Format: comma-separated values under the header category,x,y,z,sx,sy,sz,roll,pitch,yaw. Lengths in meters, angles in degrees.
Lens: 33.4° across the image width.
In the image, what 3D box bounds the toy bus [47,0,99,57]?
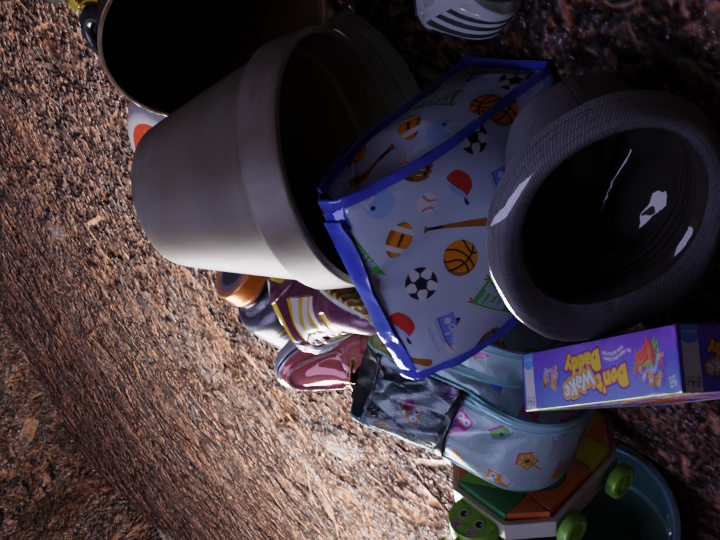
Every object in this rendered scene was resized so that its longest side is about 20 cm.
category,x,y,z,sx,sy,sz,roll,pitch,yaw
toy bus,-0.221,-0.322,1.143,0.200,0.135,0.192,47,146,5

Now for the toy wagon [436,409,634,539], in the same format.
category,x,y,z,sx,sy,sz,roll,pitch,yaw
toy wagon,0.146,0.190,1.099,0.154,0.199,0.040,30,148,38

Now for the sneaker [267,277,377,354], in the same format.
category,x,y,z,sx,sy,sz,roll,pitch,yaw
sneaker,-0.019,0.034,1.034,0.200,0.074,0.092,32,130,59

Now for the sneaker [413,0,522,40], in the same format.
category,x,y,z,sx,sy,sz,roll,pitch,yaw
sneaker,0.032,-0.237,0.857,0.200,0.076,0.116,45,154,9

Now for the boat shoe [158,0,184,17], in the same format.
category,x,y,z,sx,sy,sz,roll,pitch,yaw
boat shoe,-0.149,-0.182,1.111,0.202,0.064,0.075,48,-165,-16

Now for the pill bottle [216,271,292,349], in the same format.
category,x,y,z,sx,sy,sz,roll,pitch,yaw
pill bottle,-0.057,0.039,1.273,0.199,0.108,0.106,31,168,-32

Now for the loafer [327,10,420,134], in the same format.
category,x,y,z,sx,sy,sz,roll,pitch,yaw
loafer,0.021,-0.127,1.038,0.202,0.070,0.070,57,155,-13

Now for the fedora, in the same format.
category,x,y,z,sx,sy,sz,roll,pitch,yaw
fedora,0.159,-0.055,0.827,0.091,0.175,0.201,-111,-4,-45

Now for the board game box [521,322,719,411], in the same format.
category,x,y,z,sx,sy,sz,roll,pitch,yaw
board game box,0.225,0.072,0.877,0.200,0.132,0.046,156,112,-66

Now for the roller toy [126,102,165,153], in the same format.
category,x,y,z,sx,sy,sz,roll,pitch,yaw
roller toy,-0.152,-0.127,1.262,0.199,0.139,0.184,14,138,53

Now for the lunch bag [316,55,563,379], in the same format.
category,x,y,z,sx,sy,sz,roll,pitch,yaw
lunch bag,0.069,-0.041,0.915,0.123,0.200,0.172,14,138,53

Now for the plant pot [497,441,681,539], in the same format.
category,x,y,z,sx,sy,sz,roll,pitch,yaw
plant pot,0.221,0.300,1.156,0.199,0.200,0.197,28,156,41

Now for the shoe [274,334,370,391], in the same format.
category,x,y,z,sx,sy,sz,roll,pitch,yaw
shoe,0.010,0.097,1.203,0.092,0.197,0.072,-100,-7,-49

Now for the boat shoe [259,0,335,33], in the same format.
category,x,y,z,sx,sy,sz,roll,pitch,yaw
boat shoe,-0.060,-0.180,1.123,0.092,0.074,0.202,38,145,39

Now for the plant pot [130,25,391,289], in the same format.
category,x,y,z,sx,sy,sz,roll,pitch,yaw
plant pot,-0.083,-0.075,0.958,0.171,0.201,0.202,-10,122,27

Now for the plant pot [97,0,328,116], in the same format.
category,x,y,z,sx,sy,sz,roll,pitch,yaw
plant pot,-0.140,-0.264,0.999,0.188,0.184,0.202,89,165,-54

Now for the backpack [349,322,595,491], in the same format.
category,x,y,z,sx,sy,sz,roll,pitch,yaw
backpack,0.114,0.088,1.048,0.198,0.176,0.155,32,123,13
